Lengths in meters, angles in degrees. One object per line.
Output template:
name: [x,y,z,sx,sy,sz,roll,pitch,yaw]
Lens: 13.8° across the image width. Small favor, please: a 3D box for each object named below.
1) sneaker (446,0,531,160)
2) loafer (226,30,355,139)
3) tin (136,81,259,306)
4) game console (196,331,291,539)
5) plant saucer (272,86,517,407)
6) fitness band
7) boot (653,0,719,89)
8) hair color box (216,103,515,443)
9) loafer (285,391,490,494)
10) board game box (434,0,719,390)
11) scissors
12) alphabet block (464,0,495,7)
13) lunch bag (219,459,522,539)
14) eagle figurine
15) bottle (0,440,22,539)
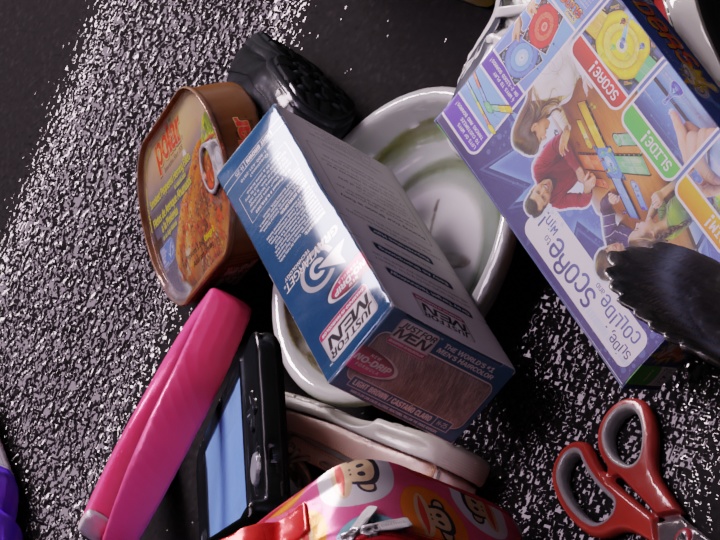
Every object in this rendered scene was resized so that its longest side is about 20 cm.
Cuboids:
sneaker: [0.098,-0.164,1.662,0.079,0.130,0.199,33,77,37]
loafer: [-0.051,-0.098,1.857,0.071,0.068,0.201,-59,16,6]
tin: [-0.097,-0.048,1.856,0.200,0.042,0.112,137,116,-67]
game console: [-0.113,0.148,1.694,0.200,0.116,0.177,119,150,-62]
plant saucer: [0.032,-0.008,1.747,0.200,0.050,0.201,-27,50,37]
fitness band: [-0.118,0.090,1.811,0.144,0.037,0.200,-60,5,27]
boot: [0.158,-0.078,1.627,0.144,0.072,0.201,-36,48,33]
hair color box: [0.000,0.000,1.655,0.061,0.100,0.200,-50,38,16]
loafer: [-0.008,0.114,1.699,0.200,0.072,0.063,11,77,53]
board game box: [0.135,-0.055,1.565,0.135,0.034,0.200,-50,56,27]
scissors: [0.159,0.140,1.539,0.073,0.014,0.200,-49,40,13]
alphabet block: [0.006,-0.303,1.836,0.195,0.200,0.197,27,90,52]
lunch bag: [-0.021,0.185,1.585,0.200,0.176,0.082,-41,42,26]
eagle figurine: [0.235,0.034,1.411,0.199,0.152,0.151,-13,20,26]
bottle: [-0.270,0.154,1.990,0.084,0.065,0.200,-50,39,17]
